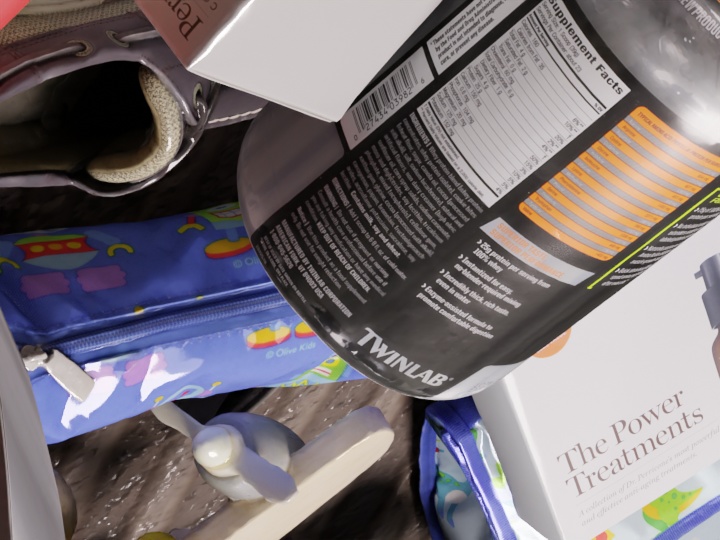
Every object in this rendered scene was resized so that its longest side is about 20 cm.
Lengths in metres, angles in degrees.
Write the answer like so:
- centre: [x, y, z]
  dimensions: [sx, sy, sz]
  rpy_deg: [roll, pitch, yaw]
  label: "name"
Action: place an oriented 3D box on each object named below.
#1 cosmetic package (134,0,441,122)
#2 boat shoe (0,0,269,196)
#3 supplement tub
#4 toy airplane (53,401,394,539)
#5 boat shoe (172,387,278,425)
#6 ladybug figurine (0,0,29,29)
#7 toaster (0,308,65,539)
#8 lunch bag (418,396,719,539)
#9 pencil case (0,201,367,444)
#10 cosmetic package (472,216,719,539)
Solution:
- centre: [0.009, -0.154, 0.792]
  dimensions: [0.200, 0.108, 0.085]
  rpy_deg: [-48, 152, 16]
  label: "cosmetic package"
- centre: [-0.081, -0.057, 0.879]
  dimensions: [0.200, 0.065, 0.072]
  rpy_deg: [-6, 138, -48]
  label: "boat shoe"
- centre: [0.065, -0.057, 0.861]
  dimensions: [0.200, 0.123, 0.123]
  rpy_deg: [-39, 157, 33]
  label: "supplement tub"
- centre: [-0.094, 0.127, 1.037]
  dimensions: [0.200, 0.141, 0.199]
  rpy_deg: [-39, 180, -28]
  label: "toy airplane"
- centre: [0.000, 0.000, 1.078]
  dimensions: [0.200, 0.057, 0.067]
  rpy_deg: [-33, 151, -11]
  label: "boat shoe"
- centre: [-0.147, -0.087, 0.740]
  dimensions: [0.200, 0.072, 0.136]
  rpy_deg: [-36, 154, -4]
  label: "ladybug figurine"
- centre: [-0.173, 0.084, 0.803]
  dimensions: [0.200, 0.181, 0.119]
  rpy_deg: [-11, 147, -2]
  label: "toaster"
- centre: [0.120, 0.086, 1.304]
  dimensions: [0.170, 0.127, 0.200]
  rpy_deg: [-32, 140, -14]
  label: "lunch bag"
- centre: [-0.066, 0.016, 0.963]
  dimensions: [0.200, 0.087, 0.078]
  rpy_deg: [-11, 100, -28]
  label: "pencil case"
- centre: [0.138, 0.008, 1.192]
  dimensions: [0.200, 0.052, 0.151]
  rpy_deg: [-30, 117, -15]
  label: "cosmetic package"
